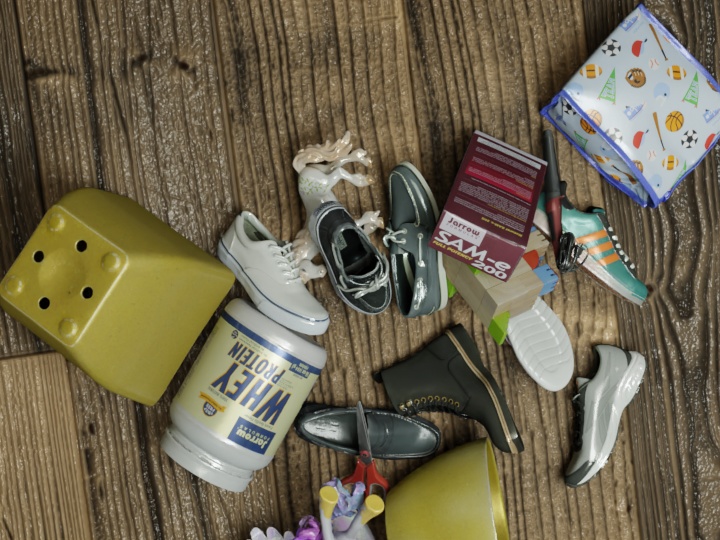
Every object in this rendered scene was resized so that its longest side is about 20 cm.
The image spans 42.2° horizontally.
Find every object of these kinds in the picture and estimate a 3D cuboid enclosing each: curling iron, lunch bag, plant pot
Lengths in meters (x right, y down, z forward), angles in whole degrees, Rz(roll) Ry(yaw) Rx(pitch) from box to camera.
[{"bbox_3d":[0.257,-0.090,1.201,0.025,0.049,0.203,14,61,-37],"label":"curling iron"},{"bbox_3d":[0.365,-0.205,1.217,0.200,0.124,0.170,42,86,1],"label":"lunch bag"},{"bbox_3d":[0.109,0.323,1.181,0.140,0.200,0.203,-10,94,10],"label":"plant pot"},{"bbox_3d":[-0.298,0.021,1.076,0.193,0.200,0.197,33,89,14],"label":"plant pot"}]

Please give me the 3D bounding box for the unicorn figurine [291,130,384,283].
[{"bbox_3d":[-0.040,-0.068,1.198,0.135,0.074,0.203,-12,96,2],"label":"unicorn figurine"}]

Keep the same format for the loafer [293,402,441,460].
[{"bbox_3d":[0.011,0.213,1.213,0.197,0.070,0.069,10,90,-7],"label":"loafer"}]

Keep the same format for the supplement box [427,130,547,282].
[{"bbox_3d":[0.161,-0.084,1.153,0.108,0.201,0.061,25,129,2],"label":"supplement box"}]

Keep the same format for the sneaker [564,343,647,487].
[{"bbox_3d":[0.312,0.194,1.255,0.078,0.074,0.203,23,83,2],"label":"sneaker"}]

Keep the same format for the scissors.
[{"bbox_3d":[0.013,0.240,1.187,0.072,0.014,0.202,15,129,4],"label":"scissors"}]

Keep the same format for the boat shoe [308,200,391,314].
[{"bbox_3d":[0.002,-0.002,1.155,0.073,0.068,0.201,-35,136,-12],"label":"boat shoe"}]

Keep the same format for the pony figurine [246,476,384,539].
[{"bbox_3d":[-0.026,0.342,1.123,0.165,0.202,0.193,-17,50,-32],"label":"pony figurine"}]

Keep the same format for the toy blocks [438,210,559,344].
[{"bbox_3d":[0.178,-0.018,1.196,0.135,0.101,0.201,-20,57,-26],"label":"toy blocks"}]

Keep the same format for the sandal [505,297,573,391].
[{"bbox_3d":[0.214,0.068,1.247,0.082,0.050,0.204,-30,83,-19],"label":"sandal"}]

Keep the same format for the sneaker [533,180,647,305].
[{"bbox_3d":[0.315,-0.037,1.241,0.199,0.071,0.080,40,92,-5],"label":"sneaker"}]

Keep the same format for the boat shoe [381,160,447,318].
[{"bbox_3d":[0.062,-0.035,1.182,0.061,0.072,0.203,-22,110,-28],"label":"boat shoe"}]

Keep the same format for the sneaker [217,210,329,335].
[{"bbox_3d":[-0.106,0.000,1.142,0.200,0.073,0.071,40,118,29],"label":"sneaker"}]

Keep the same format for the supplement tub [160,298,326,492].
[{"bbox_3d":[-0.146,0.153,1.154,0.144,0.145,0.202,30,88,-7],"label":"supplement tub"}]

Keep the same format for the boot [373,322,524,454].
[{"bbox_3d":[0.110,0.175,1.182,0.137,0.201,0.078,-27,131,-1],"label":"boot"}]
